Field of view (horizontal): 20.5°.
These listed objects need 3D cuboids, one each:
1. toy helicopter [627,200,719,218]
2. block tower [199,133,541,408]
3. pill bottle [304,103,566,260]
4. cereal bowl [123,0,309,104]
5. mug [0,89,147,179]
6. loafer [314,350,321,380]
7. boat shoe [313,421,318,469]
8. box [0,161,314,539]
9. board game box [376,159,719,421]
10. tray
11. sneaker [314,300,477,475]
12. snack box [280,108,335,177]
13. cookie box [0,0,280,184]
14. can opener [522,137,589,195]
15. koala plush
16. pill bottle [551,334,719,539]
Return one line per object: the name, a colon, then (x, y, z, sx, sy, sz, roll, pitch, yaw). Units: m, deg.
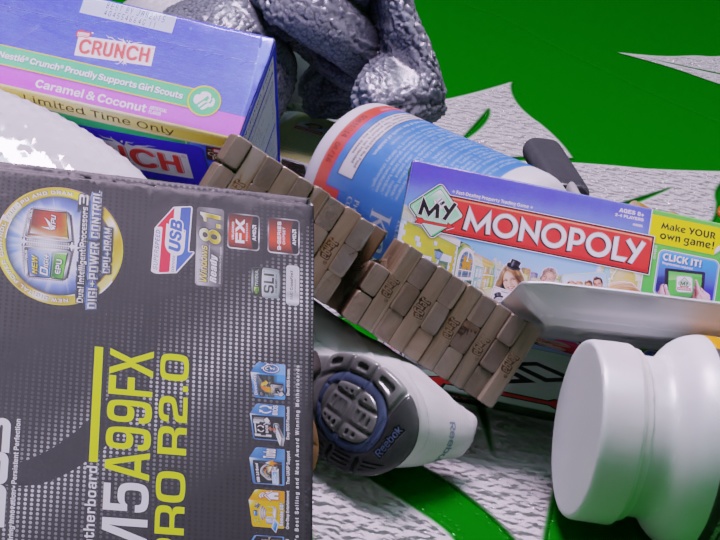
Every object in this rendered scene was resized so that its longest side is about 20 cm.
toy helicopter: (0.232, 0.001, 1.291, 0.200, 0.079, 0.132, 21, 21, -50)
block tower: (0.000, 0.000, 1.100, 0.199, 0.054, 0.058, 33, 1, -9)
pill bottle: (0.067, -0.026, 1.286, 0.199, 0.113, 0.112, 25, 25, 33)
cereal bowl: (-0.104, -0.187, 1.585, 0.199, 0.084, 0.200, 11, 8, -2)
mug: (-0.203, -0.020, 1.065, 0.174, 0.148, 0.200, 20, 7, 9)
loafer: (-0.116, 0.029, 1.013, 0.199, 0.071, 0.073, 2, -12, -34)
boat shoe: (-0.123, 0.093, 0.971, 0.199, 0.073, 0.072, -7, -5, -17)
box: (-0.103, 0.055, 0.921, 0.159, 0.044, 0.201, 7, 65, -14)
board game box: (0.114, 0.020, 1.178, 0.199, 0.135, 0.029, 11, -14, -1)
tray: (0.181, 0.032, 1.111, 0.199, 0.022, 0.107, 7, -7, -2)
sneaker: (-0.018, 0.060, 1.110, 0.087, 0.075, 0.200, 14, 16, -46)
snack box: (-0.036, -0.080, 1.468, 0.199, 0.037, 0.116, 16, 22, 13)
cookie box: (-0.140, -0.083, 1.218, 0.170, 0.076, 0.200, 14, -23, 5)
can opener: (0.138, -0.049, 1.462, 0.066, 0.053, 0.200, 9, 21, -5)
koala plush: (-0.073, -0.162, 1.406, 0.199, 0.185, 0.177, -24, 15, -13)
pill bottle: (0.209, 0.095, 1.050, 0.199, 0.117, 0.116, 8, 21, -9)
